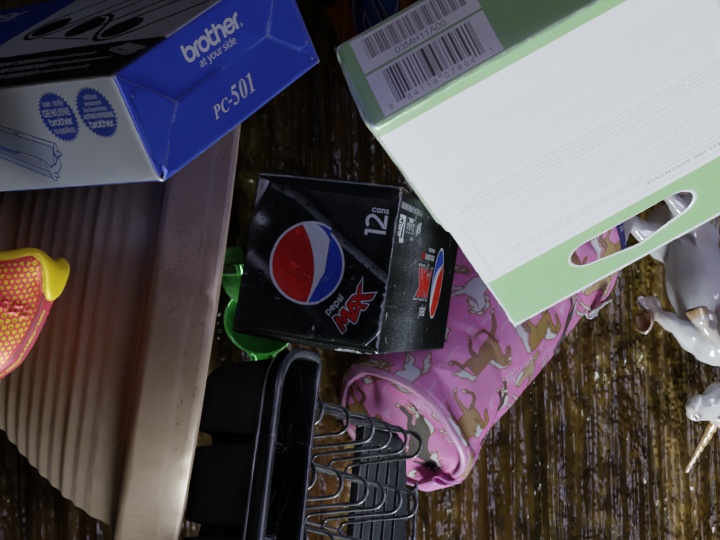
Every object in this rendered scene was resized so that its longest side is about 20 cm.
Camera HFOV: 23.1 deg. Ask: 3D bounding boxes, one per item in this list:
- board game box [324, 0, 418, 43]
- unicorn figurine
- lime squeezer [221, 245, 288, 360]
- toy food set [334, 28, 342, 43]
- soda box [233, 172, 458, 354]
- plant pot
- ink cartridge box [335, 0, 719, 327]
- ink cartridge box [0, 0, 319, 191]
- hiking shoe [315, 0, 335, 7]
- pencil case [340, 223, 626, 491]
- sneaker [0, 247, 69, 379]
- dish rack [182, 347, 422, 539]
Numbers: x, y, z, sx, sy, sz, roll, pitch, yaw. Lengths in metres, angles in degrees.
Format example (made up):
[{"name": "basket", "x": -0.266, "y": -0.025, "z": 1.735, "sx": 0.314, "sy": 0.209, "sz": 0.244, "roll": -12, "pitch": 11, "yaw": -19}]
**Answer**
[{"name": "board game box", "x": 0.087, "y": -0.191, "z": 0.791, "sx": 0.199, "sy": 0.201, "sz": 0.201, "roll": -17, "pitch": 58, "yaw": -14}, {"name": "unicorn figurine", "x": 0.208, "y": 0.020, "z": 1.105, "sx": 0.137, "sy": 0.073, "sz": 0.202, "roll": 16, "pitch": 70, "yaw": -56}, {"name": "lime squeezer", "x": -0.053, "y": 0.024, "z": 0.817, "sx": 0.201, "sy": 0.037, "sz": 0.071, "roll": 89, "pitch": 18, "yaw": -55}, {"name": "toy food set", "x": 0.053, "y": -0.173, "z": 0.976, "sx": 0.198, "sy": 0.048, "sz": 0.201, "roll": 54, "pitch": 52, "yaw": -30}, {"name": "soda box", "x": 0.000, "y": 0.000, "z": 0.798, "sx": 0.200, "sy": 0.063, "sz": 0.071, "roll": 12, "pitch": 87, "yaw": -79}, {"name": "plant pot", "x": -0.107, "y": 0.014, "z": 0.731, "sx": 0.092, "sy": 0.201, "sz": 0.202, "roll": 8, "pitch": 79, "yaw": -6}, {"name": "ink cartridge box", "x": 0.091, "y": -0.064, "z": 0.745, "sx": 0.048, "sy": 0.145, "sz": 0.200, "roll": 65, "pitch": 8, "yaw": 29}, {"name": "ink cartridge box", "x": -0.121, "y": -0.070, "z": 0.675, "sx": 0.094, "sy": 0.199, "sz": 0.044, "roll": -42, "pitch": 119, "yaw": -40}, {"name": "hiking shoe", "x": -0.097, "y": -0.145, "z": 0.765, "sx": 0.199, "sy": 0.101, "sz": 0.076, "roll": -12, "pitch": 130, "yaw": -47}, {"name": "pencil case", "x": 0.068, "y": 0.031, "z": 0.957, "sx": 0.200, "sy": 0.086, "sz": 0.083, "roll": -45, "pitch": 152, "yaw": -38}, {"name": "sneaker", "x": -0.186, "y": -0.038, "z": 0.638, "sx": 0.077, "sy": 0.200, "sz": 0.073, "roll": -52, "pitch": 170, "yaw": 0}, {"name": "dish rack", "x": -0.013, "y": 0.126, "z": 0.784, "sx": 0.200, "sy": 0.054, "sz": 0.155, "roll": 28, "pitch": 66, "yaw": -58}]
